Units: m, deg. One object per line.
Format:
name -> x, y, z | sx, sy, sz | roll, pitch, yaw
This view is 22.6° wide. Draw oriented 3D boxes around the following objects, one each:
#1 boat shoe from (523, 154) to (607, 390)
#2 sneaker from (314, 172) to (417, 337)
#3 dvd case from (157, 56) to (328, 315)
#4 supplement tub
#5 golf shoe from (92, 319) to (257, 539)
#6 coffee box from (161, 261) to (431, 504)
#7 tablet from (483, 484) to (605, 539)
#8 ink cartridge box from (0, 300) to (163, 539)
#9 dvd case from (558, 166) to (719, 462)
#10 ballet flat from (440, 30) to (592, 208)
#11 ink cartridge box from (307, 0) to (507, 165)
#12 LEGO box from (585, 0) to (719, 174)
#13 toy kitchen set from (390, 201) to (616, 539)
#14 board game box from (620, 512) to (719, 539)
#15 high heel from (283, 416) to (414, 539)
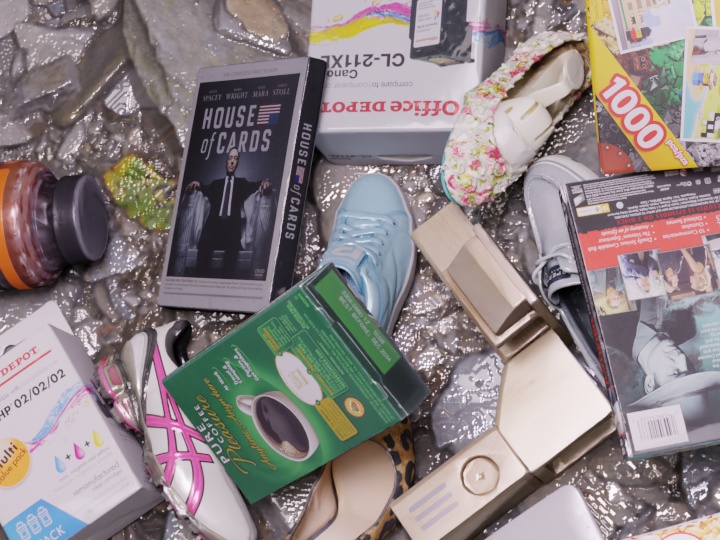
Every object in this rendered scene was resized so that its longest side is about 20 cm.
boat shoe -> 0.166, 0.004, 1.308 | 0.070, 0.071, 0.201 | -46, 66, 44
sneaker -> 0.000, 0.000, 1.380 | 0.073, 0.082, 0.201 | 2, 60, 11
dvd case -> -0.094, -0.066, 1.423 | 0.150, 0.025, 0.201 | 2, 81, 50
supplement tub -> -0.311, -0.034, 1.476 | 0.199, 0.107, 0.108 | -5, 76, 14
golf shoe -> -0.129, 0.129, 1.406 | 0.092, 0.073, 0.200 | -34, 71, 4
coffee box -> -0.052, 0.085, 1.317 | 0.123, 0.044, 0.200 | 52, 136, -2
tablet -> 0.149, 0.270, 1.295 | 0.130, 0.014, 0.201 | -40, 62, 30
ink cartridge box -> -0.256, 0.126, 1.443 | 0.115, 0.068, 0.200 | -35, 71, 4
dvd case -> 0.230, 0.024, 1.268 | 0.145, 0.022, 0.201 | -10, 74, -10
ballet flat -> 0.123, -0.123, 1.353 | 0.064, 0.076, 0.200 | -15, 30, 42
ink cartridge box -> 0.039, -0.192, 1.433 | 0.145, 0.083, 0.201 | 0, 77, 15
LEGO box -> 0.237, -0.177, 1.270 | 0.148, 0.077, 0.201 | -4, 102, 15
toy kitchen set -> 0.060, 0.073, 1.322 | 0.180, 0.163, 0.200 | -37, 70, 4
board game box -> 0.251, 0.279, 1.284 | 0.151, 0.046, 0.201 | -17, 73, 11
high heel -> -0.012, 0.164, 1.330 | 0.071, 0.143, 0.201 | 14, 81, 17
